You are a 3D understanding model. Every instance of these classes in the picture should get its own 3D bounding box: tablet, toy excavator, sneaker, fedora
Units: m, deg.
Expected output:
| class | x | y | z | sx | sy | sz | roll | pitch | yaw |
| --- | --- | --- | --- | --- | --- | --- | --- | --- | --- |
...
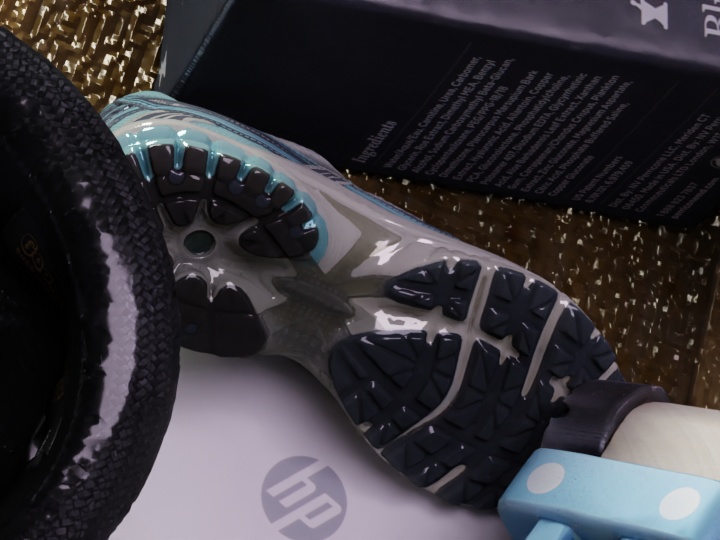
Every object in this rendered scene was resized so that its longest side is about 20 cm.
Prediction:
| class | x | y | z | sx | sy | sz | roll | pitch | yaw |
| --- | --- | --- | --- | --- | --- | --- | --- | --- | --- |
| tablet | -0.030 | 0.087 | 0.808 | 0.200 | 0.014 | 0.130 | 39 | 61 | -3 |
| toy excavator | 0.064 | 0.112 | 0.735 | 0.200 | 0.100 | 0.194 | -54 | 131 | -28 |
| sneaker | 0.000 | 0.000 | 0.819 | 0.200 | 0.078 | 0.086 | 32 | 17 | -24 |
| fedora | -0.140 | 0.018 | 0.739 | 0.200 | 0.092 | 0.201 | -2 | 77 | 7 |

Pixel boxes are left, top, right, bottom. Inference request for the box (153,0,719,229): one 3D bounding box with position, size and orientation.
| class | x | y | z | sx | sy | sz | roll | pitch | yaw |
| --- | --- | --- | --- | --- | --- | --- | --- | --- | --- |
| box | 0.044 | -0.137 | 0.869 | 0.200 | 0.117 | 0.197 | 8 | 67 | -16 |
